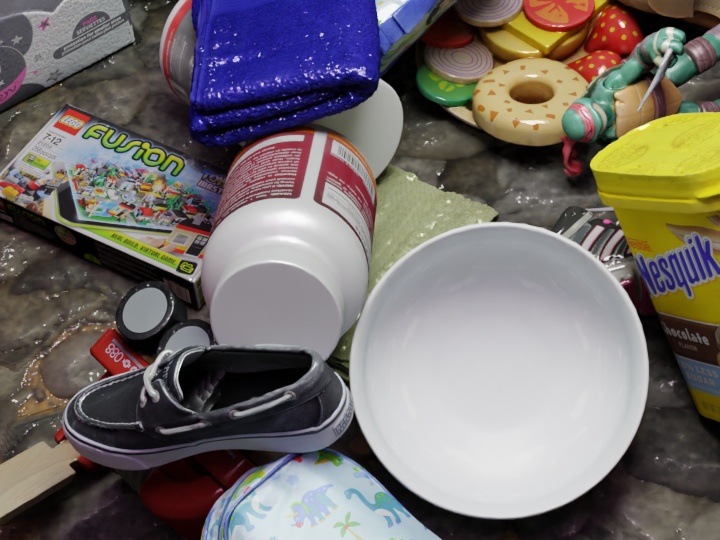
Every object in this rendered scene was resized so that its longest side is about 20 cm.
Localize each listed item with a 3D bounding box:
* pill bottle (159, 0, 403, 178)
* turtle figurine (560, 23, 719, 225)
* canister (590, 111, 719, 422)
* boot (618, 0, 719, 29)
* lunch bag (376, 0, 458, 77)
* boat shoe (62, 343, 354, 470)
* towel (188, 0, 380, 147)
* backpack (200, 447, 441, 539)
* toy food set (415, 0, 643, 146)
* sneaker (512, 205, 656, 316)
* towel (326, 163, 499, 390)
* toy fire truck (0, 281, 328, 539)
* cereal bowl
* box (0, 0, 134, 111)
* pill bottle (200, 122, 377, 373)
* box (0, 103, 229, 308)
[{"bbox_3d":[-0.062,-0.145,1.274,0.114,0.114,0.200,-33,45,-21],"label":"pill bottle"},{"bbox_3d":[0.227,-0.127,1.256,0.199,0.150,0.101,-22,38,-26],"label":"turtle figurine"},{"bbox_3d":[0.249,0.003,1.079,0.086,0.201,0.148,-32,18,-21],"label":"canister"},{"bbox_3d":[0.291,-0.246,1.384,0.199,0.074,0.155,12,19,-22],"label":"boot"},{"bbox_3d":[0.027,-0.250,1.314,0.170,0.128,0.200,-45,29,-10],"label":"lunch bag"},{"bbox_3d":[-0.106,0.077,1.009,0.199,0.068,0.072,-3,51,25],"label":"boat shoe"},{"bbox_3d":[-0.060,-0.186,1.193,0.147,0.050,0.201,-16,47,13],"label":"towel"},{"bbox_3d":[-0.010,0.205,1.003,0.163,0.154,0.200,-37,52,-20],"label":"backpack"},{"bbox_3d":[0.137,-0.187,1.358,0.198,0.049,0.200,36,62,28],"label":"toy food set"},{"bbox_3d":[0.184,-0.012,1.199,0.199,0.074,0.088,-16,58,-3],"label":"sneaker"},{"bbox_3d":[0.000,0.000,1.227,0.148,0.037,0.200,26,58,24],"label":"towel"},{"bbox_3d":[-0.153,0.126,1.099,0.200,0.129,0.176,-47,55,-6],"label":"toy fire truck"},{"bbox_3d":[0.093,0.068,1.111,0.199,0.083,0.201,0,87,2],"label":"cereal bowl"},{"bbox_3d":[-0.305,-0.220,1.361,0.199,0.132,0.115,-30,59,-19],"label":"box"},{"bbox_3d":[-0.048,-0.014,1.107,0.112,0.114,0.200,0,27,4],"label":"pill bottle"},{"bbox_3d":[-0.182,-0.054,1.282,0.199,0.035,0.110,22,56,20],"label":"box"}]
